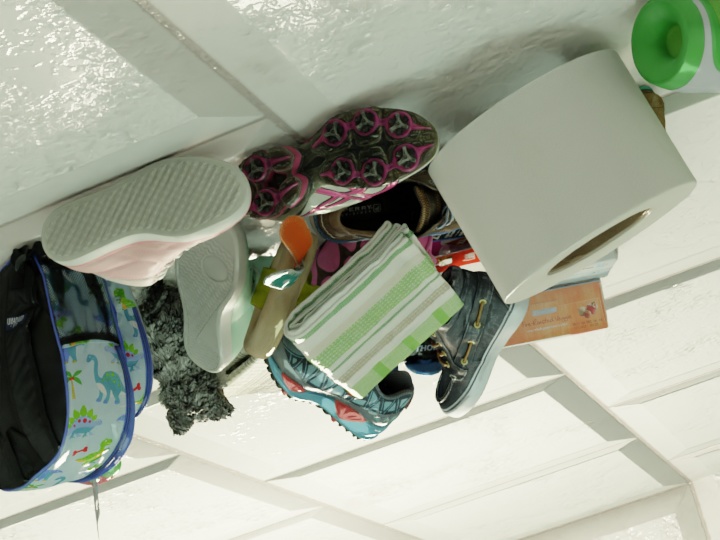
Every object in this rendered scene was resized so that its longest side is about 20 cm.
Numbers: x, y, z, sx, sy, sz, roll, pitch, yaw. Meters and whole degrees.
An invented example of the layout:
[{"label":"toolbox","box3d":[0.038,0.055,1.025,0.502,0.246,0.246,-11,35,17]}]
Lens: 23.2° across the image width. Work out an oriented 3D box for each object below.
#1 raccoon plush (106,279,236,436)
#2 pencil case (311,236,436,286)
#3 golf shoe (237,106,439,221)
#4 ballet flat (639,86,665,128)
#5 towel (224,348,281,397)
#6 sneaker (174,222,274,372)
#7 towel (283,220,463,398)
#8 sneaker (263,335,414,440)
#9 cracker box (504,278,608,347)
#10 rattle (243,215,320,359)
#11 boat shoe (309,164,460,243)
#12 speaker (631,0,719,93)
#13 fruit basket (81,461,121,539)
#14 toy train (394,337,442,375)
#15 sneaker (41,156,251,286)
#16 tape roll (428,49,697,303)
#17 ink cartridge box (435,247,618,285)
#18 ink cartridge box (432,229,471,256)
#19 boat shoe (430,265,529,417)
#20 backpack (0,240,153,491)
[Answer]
[{"label":"raccoon plush","box3d":[-0.205,0.091,1.801,0.096,0.135,0.199,-23,159,23]},{"label":"pencil case","box3d":[0.000,0.000,1.767,0.091,0.093,0.200,-55,-174,-32]},{"label":"golf shoe","box3d":[-0.013,-0.095,1.557,0.198,0.074,0.092,-15,171,27]},{"label":"ballet flat","box3d":[0.266,-0.106,1.723,0.067,0.073,0.200,-12,160,-9]},{"label":"towel","box3d":[-0.067,0.096,2.090,0.191,0.035,0.200,-2,154,-40]},{"label":"sneaker","box3d":[-0.124,-0.005,1.743,0.118,0.073,0.202,-49,159,-39]},{"label":"towel","box3d":[0.013,0.040,1.653,0.149,0.031,0.200,-41,153,0]},{"label":"sneaker","box3d":[-0.022,0.093,1.810,0.095,0.080,0.199,-37,132,22]},{"label":"cracker box","box3d":[0.215,0.048,2.020,0.132,0.058,0.200,-11,179,8]},{"label":"rattle","box3d":[-0.032,0.027,1.629,0.131,0.142,0.200,-54,-179,-32]},{"label":"boat shoe","box3d":[0.055,-0.059,1.645,0.198,0.073,0.072,-15,-168,-16]},{"label":"speaker","box3d":[0.331,-0.195,1.514,0.198,0.089,0.088,-3,157,-32]},{"label":"fruit basket","box3d":[-0.277,0.163,1.846,0.093,0.202,0.186,-10,159,-12]},{"label":"toy train","box3d":[0.013,0.062,1.918,0.197,0.115,0.088,-4,124,-14]},{"label":"sneaker","box3d":[-0.175,-0.041,1.563,0.198,0.076,0.105,-16,159,17]},{"label":"tape roll","box3d":[0.177,-0.082,1.549,0.201,0.140,0.203,-31,170,-6]},{"label":"ink cartridge box","box3d":[0.168,-0.004,1.860,0.198,0.048,0.160,-12,173,2]},{"label":"ink cartridge box","box3d":[0.104,-0.050,1.813,0.198,0.037,0.095,-6,159,-20]},{"label":"boat shoe","box3d":[0.099,0.071,1.846,0.090,0.071,0.201,12,130,-15]},{"label":"backpack","box3d":[-0.286,0.102,1.674,0.146,0.202,0.183,3,153,-41]}]
